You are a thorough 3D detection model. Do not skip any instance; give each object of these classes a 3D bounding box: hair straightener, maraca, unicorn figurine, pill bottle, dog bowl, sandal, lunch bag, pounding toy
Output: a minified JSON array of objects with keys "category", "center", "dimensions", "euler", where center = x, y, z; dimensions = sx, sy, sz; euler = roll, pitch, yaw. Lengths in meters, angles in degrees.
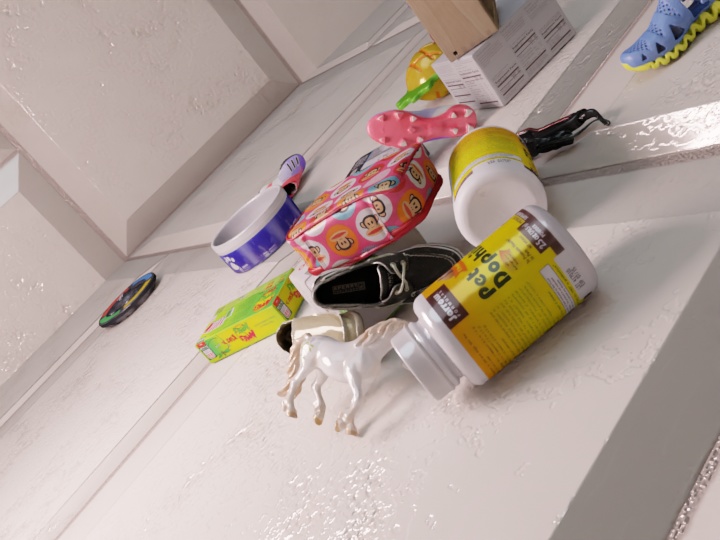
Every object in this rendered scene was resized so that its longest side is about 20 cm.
[{"category":"hair straightener","center":[0.253,-0.170,1.121],"dimensions":[0.198,0.041,0.077],"euler":[-15,36,42]},{"category":"maraca","center":[0.144,-0.403,1.679],"dimensions":[0.201,0.107,0.137],"euler":[-53,16,-29]},{"category":"unicorn figurine","center":[-0.011,0.113,0.915],"dimensions":[0.197,0.074,0.139],"euler":[11,78,26]},{"category":"pill bottle","center":[0.129,0.036,0.804],"dimensions":[0.199,0.110,0.109],"euler":[-40,20,2]},{"category":"pill bottle","center":[0.167,-0.113,1.018],"dimensions":[0.109,0.110,0.201],"euler":[-33,22,18]},{"category":"dog bowl","center":[-0.224,-0.090,1.744],"dimensions":[0.199,0.079,0.201],"euler":[-35,21,16]},{"category":"sandal","center":[0.429,-0.353,1.096],"dimensions":[0.200,0.087,0.080],"euler":[-42,22,3]},{"category":"lunch bag","center":[0.008,-0.088,1.071],"dimensions":[0.198,0.082,0.177],"euler":[-24,22,31]},{"category":"pounding toy","center":[0.148,-0.477,1.431],"dimensions":[0.141,0.184,0.201],"euler":[-29,33,26]}]

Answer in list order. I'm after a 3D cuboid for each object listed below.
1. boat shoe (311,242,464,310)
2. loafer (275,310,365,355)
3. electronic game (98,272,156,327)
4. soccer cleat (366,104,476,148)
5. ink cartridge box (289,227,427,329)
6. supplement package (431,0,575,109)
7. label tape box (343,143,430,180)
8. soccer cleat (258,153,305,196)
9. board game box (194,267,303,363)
[{"category":"boat shoe","center":[0.036,0.014,0.992],"dimensions":[0.197,0.072,0.064],"euler":[-14,3,1]},{"category":"loafer","center":[-0.054,0.093,1.044],"dimensions":[0.067,0.077,0.199],"euler":[-4,-5,-26]},{"category":"electronic game","center":[-0.630,0.079,2.185],"dimensions":[0.199,0.042,0.201],"euler":[-35,21,16]},{"category":"soccer cleat","center":[0.106,-0.256,1.418],"dimensions":[0.197,0.068,0.077],"euler":[-8,15,-4]},{"category":"ink cartridge box","center":[0.000,0.000,1.145],"dimensions":[0.145,0.084,0.199],"euler":[-45,21,-13]},{"category":"supplement package","center":[0.257,-0.402,1.471],"dimensions":[0.200,0.111,0.155],"euler":[-45,21,-11]},{"category":"label tape box","center":[0.026,-0.150,1.437],"dimensions":[0.143,0.063,0.201],"euler":[-23,26,40]},{"category":"soccer cleat","center":[-0.170,-0.214,1.944],"dimensions":[0.072,0.069,0.201],"euler":[3,38,29]},{"category":"board game box","center":[-0.185,0.078,1.374],"dimensions":[0.199,0.048,0.102],"euler":[-27,25,35]}]
